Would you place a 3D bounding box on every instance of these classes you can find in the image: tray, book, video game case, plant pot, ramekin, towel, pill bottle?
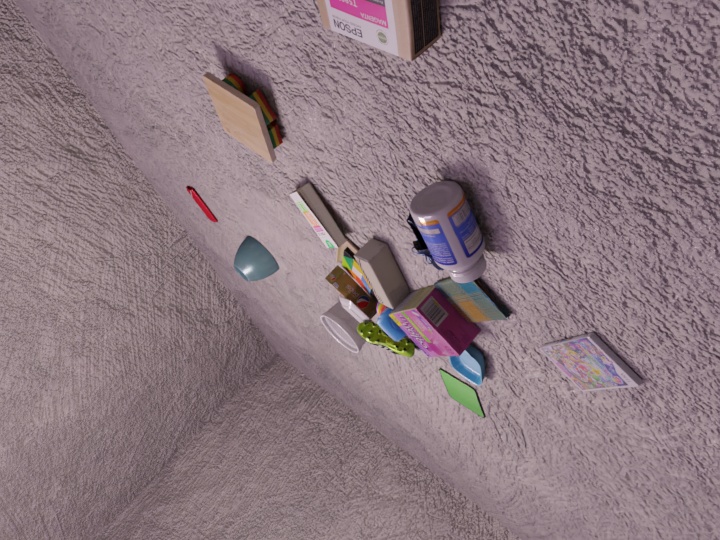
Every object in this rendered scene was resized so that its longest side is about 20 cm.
[{"bbox_3d":[0.010,0.161,1.920,0.200,0.022,0.107,44,167,-19],"label":"tray"},{"bbox_3d":[-0.127,-0.157,1.739,0.200,0.048,0.134,55,165,-12],"label":"book"},{"bbox_3d":[0.492,0.203,1.279,0.143,0.018,0.200,45,160,1],"label":"video game case"},{"bbox_3d":[-0.474,-0.031,2.577,0.200,0.135,0.200,38,159,17],"label":"plant pot"},{"bbox_3d":[-0.047,0.208,2.246,0.200,0.105,0.200,39,160,17],"label":"ramekin"},{"bbox_3d":[0.270,0.069,1.454,0.147,0.022,0.200,48,162,-6],"label":"towel"},{"bbox_3d":[0.186,-0.072,1.198,0.112,0.112,0.200,21,150,49],"label":"pill bottle"}]

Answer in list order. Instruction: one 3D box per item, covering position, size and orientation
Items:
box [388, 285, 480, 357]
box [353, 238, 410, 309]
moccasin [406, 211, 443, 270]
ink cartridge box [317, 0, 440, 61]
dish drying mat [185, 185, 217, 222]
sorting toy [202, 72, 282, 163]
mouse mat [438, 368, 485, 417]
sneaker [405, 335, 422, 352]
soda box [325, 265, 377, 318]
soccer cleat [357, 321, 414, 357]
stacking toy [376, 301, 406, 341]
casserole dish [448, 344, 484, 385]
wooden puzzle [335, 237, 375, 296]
[{"bbox_3d":[0.200,0.144,1.631,0.176,0.097,0.200,47,161,-7],"label":"box"},{"bbox_3d":[0.063,0.011,1.663,0.068,0.082,0.200,25,152,46],"label":"box"},{"bbox_3d":[0.146,-0.069,1.350,0.080,0.068,0.200,23,151,47],"label":"moccasin"},{"bbox_3d":[0.017,-0.426,0.878,0.200,0.075,0.165,32,156,30],"label":"ink cartridge box"},{"bbox_3d":[-0.734,-0.303,2.722,0.077,0.018,0.200,21,150,47],"label":"dish drying mat"},{"bbox_3d":[-0.296,-0.412,1.543,0.200,0.070,0.199,36,159,24],"label":"sorting toy"},{"bbox_3d":[0.350,0.424,2.033,0.161,0.008,0.200,27,153,40],"label":"mouse mat"},{"bbox_3d":[0.142,0.174,1.849,0.200,0.075,0.115,30,156,23],"label":"sneaker"},{"bbox_3d":[-0.023,0.076,1.935,0.200,0.064,0.068,47,175,-27],"label":"soda box"},{"bbox_3d":[0.079,0.222,1.849,0.199,0.068,0.081,23,157,22],"label":"soccer cleat"},{"bbox_3d":[0.092,0.122,1.820,0.110,0.116,0.200,46,179,-20],"label":"stacking toy"},{"bbox_3d":[0.316,0.266,1.733,0.121,0.039,0.200,32,158,31],"label":"casserole dish"},{"bbox_3d":[0.000,0.000,1.832,0.200,0.037,0.185,40,160,12],"label":"wooden puzzle"}]
